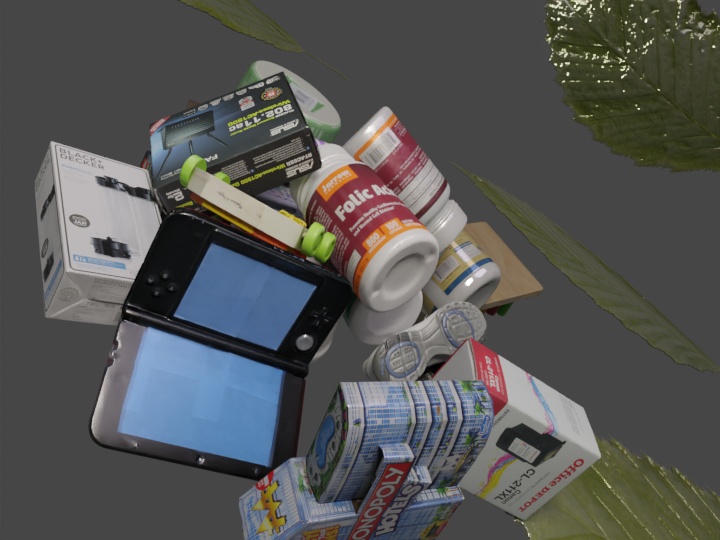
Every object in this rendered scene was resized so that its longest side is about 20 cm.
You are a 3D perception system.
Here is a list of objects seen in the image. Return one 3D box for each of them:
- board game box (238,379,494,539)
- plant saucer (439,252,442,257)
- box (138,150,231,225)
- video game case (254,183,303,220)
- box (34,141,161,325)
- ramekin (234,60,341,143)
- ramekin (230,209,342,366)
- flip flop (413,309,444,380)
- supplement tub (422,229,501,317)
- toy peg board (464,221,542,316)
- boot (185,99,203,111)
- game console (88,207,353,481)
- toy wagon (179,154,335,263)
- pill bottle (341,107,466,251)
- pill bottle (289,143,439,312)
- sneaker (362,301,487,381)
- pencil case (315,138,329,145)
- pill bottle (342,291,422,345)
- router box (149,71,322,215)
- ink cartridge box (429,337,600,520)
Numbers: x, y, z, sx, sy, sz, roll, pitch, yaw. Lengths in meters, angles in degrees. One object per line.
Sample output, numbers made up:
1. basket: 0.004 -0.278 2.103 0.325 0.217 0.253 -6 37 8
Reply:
1. board game box: 0.002 0.187 0.509 0.194 0.204 0.062 3 38 -28
2. plant saucer: 0.050 -0.082 0.954 0.202 0.200 0.039 49 -3 22
3. box: -0.205 -0.100 0.825 0.196 0.035 0.111 9 38 -46
4. video game case: -0.169 -0.146 0.874 0.178 0.024 0.201 14 25 -40
5. box: -0.272 -0.039 0.612 0.114 0.061 0.203 14 35 -41
6. ramekin: -0.126 -0.257 0.975 0.196 0.098 0.202 31 27 -17
7. ramekin: -0.099 0.012 0.721 0.199 0.095 0.205 31 27 -17
8. flip flop: 0.113 0.142 0.828 0.200 0.081 0.058 47 -2 19
9. supplement tub: 0.133 -0.017 1.012 0.201 0.146 0.143 50 28 22
10. toy peg board: 0.228 0.013 1.179 0.194 0.099 0.202 -9 50 -36
11. boot: -0.242 -0.281 1.043 0.196 0.065 0.188 -1 44 -47
12. game console: -0.112 0.073 0.523 0.196 0.174 0.120 23 25 -29
13. toy wagon: -0.100 -0.055 0.619 0.152 0.040 0.200 30 -1 8
14. pill bottle: 0.060 -0.121 0.847 0.201 0.113 0.115 49 24 -11
15. pill bottle: -0.002 -0.059 0.713 0.112 0.116 0.201 5 37 -48
16. sneaker: 0.084 0.095 0.768 0.195 0.087 0.077 -16 85 -28
17. pencil case: -0.089 -0.162 0.877 0.195 0.085 0.087 12 35 -39
18. pill bottle: 0.000 0.000 0.838 0.111 0.115 0.201 16 26 -37
19. router box: -0.159 -0.154 0.718 0.063 0.194 0.152 70 -5 -46
20. ink cartridge box: 0.169 0.199 0.715 0.196 0.147 0.084 30 27 -15
